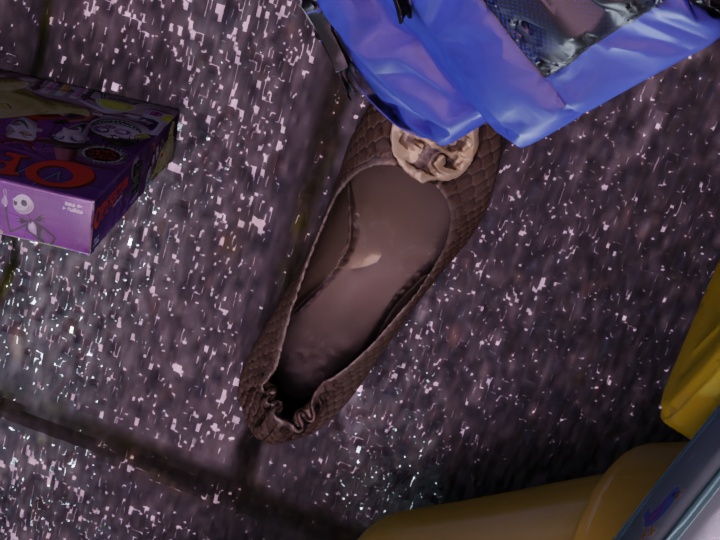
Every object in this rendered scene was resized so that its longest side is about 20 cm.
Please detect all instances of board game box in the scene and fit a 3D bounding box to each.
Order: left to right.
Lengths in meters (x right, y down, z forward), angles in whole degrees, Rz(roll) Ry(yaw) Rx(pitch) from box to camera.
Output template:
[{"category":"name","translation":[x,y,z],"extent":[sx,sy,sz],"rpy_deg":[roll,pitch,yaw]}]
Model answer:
[{"category":"board game box","translation":[-0.187,-0.060,0.817],"extent":[0.198,0.120,0.033],"rpy_deg":[13,118,6]}]

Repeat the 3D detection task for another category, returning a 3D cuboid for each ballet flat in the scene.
[{"category":"ballet flat","translation":[0.000,0.000,0.842],"extent":[0.067,0.046,0.201],"rpy_deg":[31,118,-3]}]

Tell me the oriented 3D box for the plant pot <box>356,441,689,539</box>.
[{"category":"plant pot","translation":[0.092,0.172,0.833],"extent":[0.187,0.201,0.203],"rpy_deg":[0,116,31]}]

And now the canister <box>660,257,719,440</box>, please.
[{"category":"canister","translation":[0.228,0.054,0.757],"extent":[0.199,0.149,0.087],"rpy_deg":[33,139,-1]}]

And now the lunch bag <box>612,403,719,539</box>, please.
[{"category":"lunch bag","translation":[0.187,0.126,0.661],"extent":[0.199,0.077,0.161],"rpy_deg":[37,94,-1]}]

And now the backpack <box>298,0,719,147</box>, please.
[{"category":"backpack","translation":[0.035,-0.159,0.693],"extent":[0.167,0.163,0.201],"rpy_deg":[-29,107,27]}]
